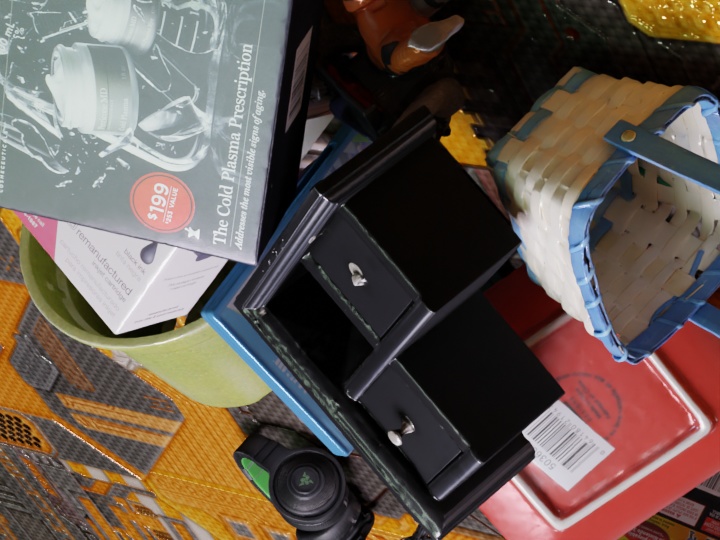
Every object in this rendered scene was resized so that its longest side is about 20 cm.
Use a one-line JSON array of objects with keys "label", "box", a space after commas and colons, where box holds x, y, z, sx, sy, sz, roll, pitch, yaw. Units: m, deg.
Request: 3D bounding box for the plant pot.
[{"label": "plant pot", "box": [-0.118, 0.005, 1.886, 0.200, 0.201, 0.184, 18, 160, 27]}]

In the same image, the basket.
[{"label": "basket", "box": [0.181, -0.025, 1.527, 0.200, 0.139, 0.176, 36, 160, 35]}]

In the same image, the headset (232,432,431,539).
[{"label": "headset", "box": [-0.022, 0.194, 2.221, 0.200, 0.094, 0.124, 31, 162, 40]}]

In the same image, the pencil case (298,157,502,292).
[{"label": "pencil case", "box": [0.033, 0.000, 1.795, 0.085, 0.092, 0.200, -5, 134, 51]}]

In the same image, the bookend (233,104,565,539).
[{"label": "bookend", "box": [0.041, 0.037, 1.559, 0.200, 0.092, 0.199, 50, 154, 5]}]

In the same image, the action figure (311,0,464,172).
[{"label": "action figure", "box": [0.041, -0.119, 1.585, 0.200, 0.105, 0.194, 49, 164, 20]}]

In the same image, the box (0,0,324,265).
[{"label": "box", "box": [-0.124, -0.127, 1.532, 0.182, 0.104, 0.200, 13, 118, 8]}]

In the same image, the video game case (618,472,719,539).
[{"label": "video game case", "box": [0.264, 0.213, 1.793, 0.200, 0.181, 0.026, 21, 152, 23]}]

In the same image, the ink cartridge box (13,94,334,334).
[{"label": "ink cartridge box", "box": [-0.130, -0.082, 1.703, 0.145, 0.084, 0.200, 48, 122, 17]}]

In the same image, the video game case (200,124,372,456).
[{"label": "video game case", "box": [0.000, 0.000, 1.709, 0.143, 0.200, 0.018, 48, 156, -26]}]

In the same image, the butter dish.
[{"label": "butter dish", "box": [0.141, 0.063, 1.739, 0.199, 0.148, 0.200, -36, 111, 14]}]
